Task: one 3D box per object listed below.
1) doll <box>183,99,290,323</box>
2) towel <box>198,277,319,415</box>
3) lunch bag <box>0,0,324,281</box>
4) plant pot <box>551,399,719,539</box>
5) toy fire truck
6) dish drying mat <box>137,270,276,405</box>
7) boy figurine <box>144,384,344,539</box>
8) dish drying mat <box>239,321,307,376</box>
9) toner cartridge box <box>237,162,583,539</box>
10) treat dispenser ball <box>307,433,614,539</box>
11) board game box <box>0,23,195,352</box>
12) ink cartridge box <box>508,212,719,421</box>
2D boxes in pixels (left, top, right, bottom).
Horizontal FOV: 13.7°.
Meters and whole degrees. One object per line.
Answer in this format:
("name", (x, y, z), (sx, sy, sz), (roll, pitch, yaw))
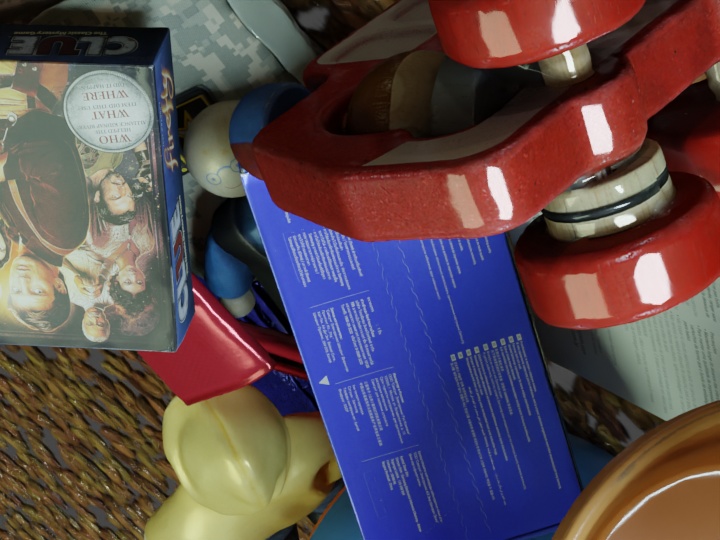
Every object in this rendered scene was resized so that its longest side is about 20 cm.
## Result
("doll", (0.000, 0.000, 1.249), (0.136, 0.049, 0.200), (-28, 119, 31))
("towel", (-0.074, 0.006, 1.542), (0.148, 0.050, 0.200), (14, 146, 50))
("lunch bag", (-0.089, -0.084, 1.295), (0.200, 0.118, 0.164), (4, 140, 50))
("plant pot", (0.152, 0.140, 1.119), (0.200, 0.200, 0.140), (43, 177, -4))
("toy fire truck", (0.049, -0.061, 0.957), (0.168, 0.200, 0.112), (-4, 116, 41))
("dish drying mat", (-0.119, -0.024, 1.272), (0.200, 0.018, 0.077), (49, 152, -13))
("boy figurine", (-0.056, 0.102, 1.450), (0.065, 0.124, 0.200), (60, -176, 17))
("dish drying mat", (-0.028, 0.043, 1.409), (0.077, 0.018, 0.200), (12, 176, 43))
("toner cartridge box", (0.022, 0.023, 1.210), (0.043, 0.095, 0.200), (-105, -2, -63))
("treat dispenser ball", (0.064, 0.171, 1.408), (0.201, 0.201, 0.201), (36, 159, 16))
("board game box", (-0.172, -0.035, 1.220), (0.199, 0.035, 0.136), (2, 122, 9))
("ink cartridge box", (0.146, 0.012, 1.166), (0.200, 0.041, 0.200), (29, 158, 28))
